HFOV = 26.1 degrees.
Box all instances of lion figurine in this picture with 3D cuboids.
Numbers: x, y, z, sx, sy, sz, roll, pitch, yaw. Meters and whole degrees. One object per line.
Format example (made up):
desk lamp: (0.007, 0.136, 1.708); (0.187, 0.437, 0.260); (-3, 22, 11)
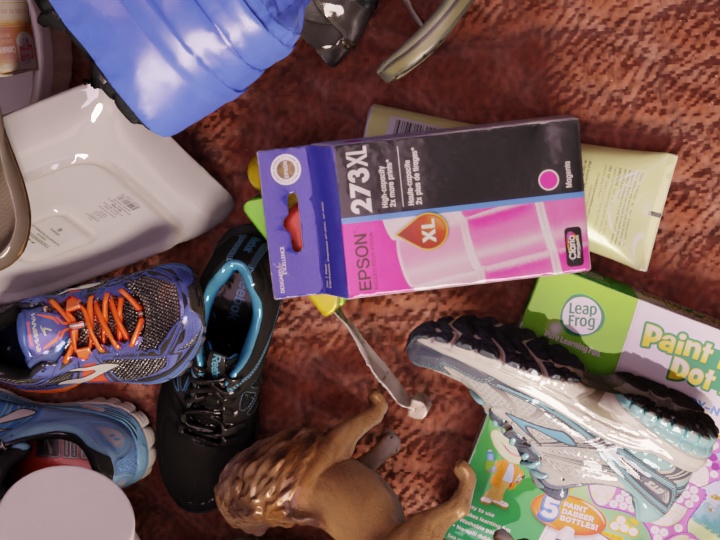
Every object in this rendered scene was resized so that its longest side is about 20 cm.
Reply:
lion figurine: (0.003, 0.155, 0.979); (0.122, 0.199, 0.073); (-37, 136, -23)

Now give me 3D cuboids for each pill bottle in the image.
pill bottle: (-0.196, 0.221, 1.005); (0.111, 0.113, 0.201); (19, 134, 5)

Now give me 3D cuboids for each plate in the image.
plate: (-0.198, -0.033, 0.966); (0.198, 0.200, 0.033); (-20, 65, 11)

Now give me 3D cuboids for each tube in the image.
tube: (0.097, -0.058, 0.991); (0.198, 0.052, 0.058); (13, 143, 2)

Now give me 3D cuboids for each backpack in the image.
backpack: (-0.095, -0.182, 0.846); (0.167, 0.200, 0.163); (-36, 105, 18)

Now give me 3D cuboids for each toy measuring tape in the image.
toy measuring tape: (0.000, 0.000, 1.002); (0.073, 0.074, 0.201); (-38, 92, 13)

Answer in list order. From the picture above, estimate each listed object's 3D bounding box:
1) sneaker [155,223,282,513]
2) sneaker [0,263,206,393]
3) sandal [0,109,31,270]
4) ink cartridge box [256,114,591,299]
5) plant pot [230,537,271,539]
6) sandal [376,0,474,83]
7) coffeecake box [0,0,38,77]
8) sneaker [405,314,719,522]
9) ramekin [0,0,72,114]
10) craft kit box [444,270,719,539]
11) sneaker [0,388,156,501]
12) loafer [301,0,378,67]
sneaker: (-0.099, 0.070, 1.022); (0.072, 0.082, 0.202); (13, 103, 3)
sneaker: (-0.180, 0.043, 0.996); (0.199, 0.078, 0.076); (-18, 78, 32)
sandal: (-0.242, -0.090, 0.851); (0.081, 0.055, 0.202); (-14, 100, 10)
ink cartridge box: (0.039, -0.037, 0.952); (0.198, 0.037, 0.096); (-6, 99, 0)
plant pot: (-0.068, 0.255, 1.011); (0.200, 0.200, 0.135); (-43, 56, 13)
sandal: (0.059, -0.207, 0.955); (0.057, 0.080, 0.202); (27, 93, -2)
coffeecake box: (-0.286, -0.203, 0.902); (0.152, 0.073, 0.202); (-8, 99, 9)
sneaker: (0.114, 0.095, 0.955); (0.198, 0.078, 0.087); (23, 105, 5)
ramekin: (-0.282, -0.138, 1.003); (0.198, 0.105, 0.202); (1, 99, 8)
craft kit box: (0.177, 0.117, 1.008); (0.198, 0.049, 0.199); (20, 99, 5)
sneaker: (-0.244, 0.121, 1.048); (0.198, 0.090, 0.079); (-3, 99, 11)
loafer: (-0.083, -0.197, 0.980); (0.199, 0.073, 0.073); (26, 106, 5)
